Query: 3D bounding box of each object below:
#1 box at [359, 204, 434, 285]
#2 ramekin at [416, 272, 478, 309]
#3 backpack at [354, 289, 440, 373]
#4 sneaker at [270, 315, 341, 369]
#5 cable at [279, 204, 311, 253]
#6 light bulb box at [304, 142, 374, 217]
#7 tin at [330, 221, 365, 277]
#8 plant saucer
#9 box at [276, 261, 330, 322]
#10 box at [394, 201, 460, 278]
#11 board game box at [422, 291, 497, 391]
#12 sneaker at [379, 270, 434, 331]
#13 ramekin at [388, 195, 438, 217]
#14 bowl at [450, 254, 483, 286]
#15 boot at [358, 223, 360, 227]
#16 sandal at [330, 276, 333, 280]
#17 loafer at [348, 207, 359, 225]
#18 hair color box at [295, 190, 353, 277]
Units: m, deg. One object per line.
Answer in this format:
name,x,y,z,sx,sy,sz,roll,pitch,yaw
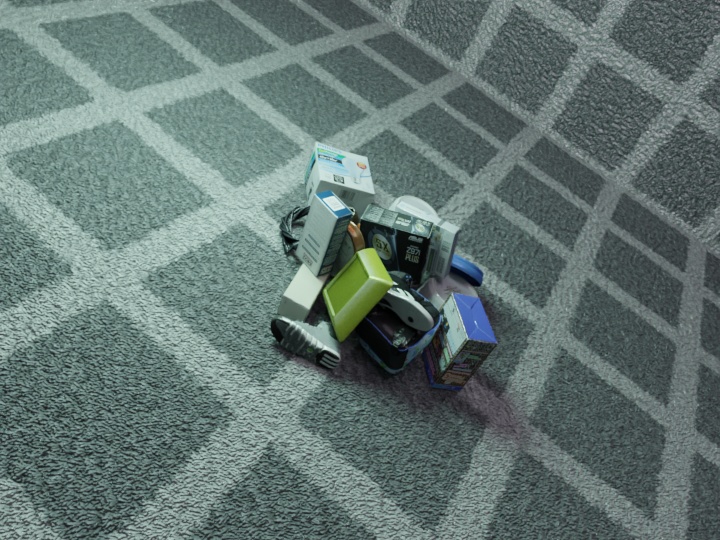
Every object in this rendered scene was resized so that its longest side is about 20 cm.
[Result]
box,0.094,-0.071,1.770,0.195,0.167,0.087,17,37,10
ramekin,0.261,0.094,1.861,0.198,0.095,0.205,18,40,-16
backpack,0.099,0.151,1.652,0.198,0.149,0.182,-29,59,-36
sneaker,-0.130,0.156,1.575,0.198,0.075,0.116,36,32,-10
cable,-0.156,-0.135,1.820,0.202,0.160,0.051,-102,165,-50
light bulb box,-0.071,-0.286,2.049,0.193,0.126,0.203,12,42,-22
tin,-0.054,-0.056,1.707,0.041,0.201,0.113,-24,73,-34
plant saucer,-0.023,0.047,1.583,0.048,0.201,0.201,36,13,-28
box,-0.145,0.049,1.675,0.081,0.069,0.201,28,38,1
box,0.178,-0.087,1.817,0.197,0.159,0.041,26,38,22
board game box,0.253,0.190,1.673,0.094,0.202,0.162,11,41,-23
sneaker,0.121,0.062,1.588,0.198,0.074,0.111,32,45,22
ramekin,0.173,-0.161,2.097,0.197,0.095,0.205,18,39,-15
bowl,0.289,-0.012,1.950,0.197,0.040,0.201,26,-7,3
boot,-0.037,-0.099,1.912,0.194,0.074,0.158,9,49,-17
sandal,0.000,0.000,1.836,0.195,0.055,0.083,4,44,-30
loafer,-0.091,-0.131,1.853,0.198,0.070,0.076,-33,70,-14
hair color box,-0.097,-0.095,1.646,0.060,0.203,0.100,-19,55,-41
